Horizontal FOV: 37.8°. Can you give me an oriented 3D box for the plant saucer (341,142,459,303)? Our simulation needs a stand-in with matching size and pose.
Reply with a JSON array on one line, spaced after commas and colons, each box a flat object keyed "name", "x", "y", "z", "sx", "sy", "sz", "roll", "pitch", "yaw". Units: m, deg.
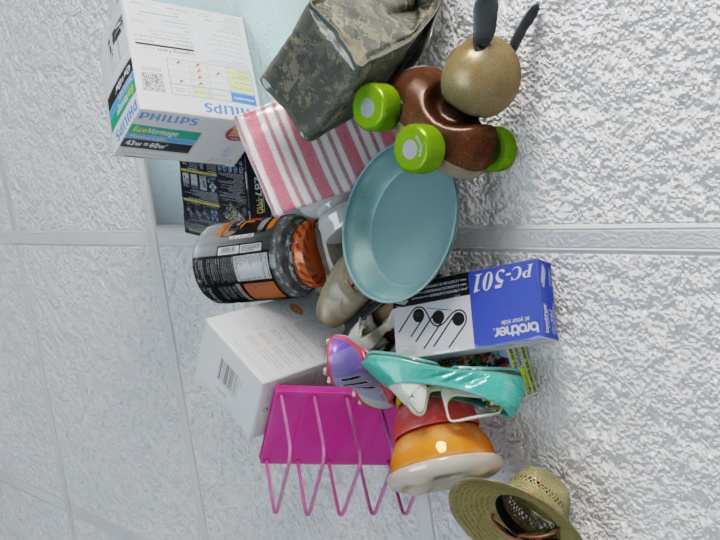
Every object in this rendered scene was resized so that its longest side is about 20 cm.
[{"name": "plant saucer", "x": 0.055, "y": -0.058, "z": 1.283, "sx": 0.199, "sy": 0.036, "sz": 0.202, "roll": -14, "pitch": 71, "yaw": 46}]

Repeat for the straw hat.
[{"name": "straw hat", "x": 0.210, "y": 0.288, "z": 1.272, "sx": 0.200, "sy": 0.085, "sz": 0.202, "roll": 25, "pitch": 144, "yaw": 20}]

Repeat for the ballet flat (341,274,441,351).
[{"name": "ballet flat", "x": 0.030, "y": 0.070, "z": 1.387, "sx": 0.068, "sy": 0.068, "sz": 0.200, "roll": 47, "pitch": 117, "yaw": 3}]

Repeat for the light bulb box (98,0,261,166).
[{"name": "light bulb box", "x": -0.267, "y": -0.274, "z": 1.551, "sx": 0.125, "sy": 0.197, "sz": 0.201, "roll": -44, "pitch": 52, "yaw": 49}]

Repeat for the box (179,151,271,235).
[{"name": "box", "x": -0.221, "y": -0.129, "z": 1.696, "sx": 0.199, "sy": 0.049, "sz": 0.163, "roll": 12, "pitch": 109, "yaw": 47}]

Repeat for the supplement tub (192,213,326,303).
[{"name": "supplement tub", "x": -0.138, "y": -0.017, "z": 1.547, "sx": 0.199, "sy": 0.122, "sz": 0.124, "roll": -5, "pitch": 98, "yaw": 31}]

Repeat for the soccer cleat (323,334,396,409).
[{"name": "soccer cleat", "x": 0.010, "y": 0.130, "z": 1.338, "sx": 0.076, "sy": 0.200, "sz": 0.067, "roll": -2, "pitch": 66, "yaw": 18}]

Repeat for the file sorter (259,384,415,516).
[{"name": "file sorter", "x": -0.023, "y": 0.252, "z": 1.429, "sx": 0.126, "sy": 0.198, "sz": 0.140, "roll": -107, "pitch": 26, "yaw": -51}]

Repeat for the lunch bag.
[{"name": "lunch bag", "x": 0.003, "y": -0.266, "z": 1.264, "sx": 0.118, "sy": 0.200, "sz": 0.164, "roll": 52, "pitch": 143, "yaw": 4}]

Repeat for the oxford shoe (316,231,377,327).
[{"name": "oxford shoe", "x": 0.000, "y": 0.000, "z": 1.388, "sx": 0.070, "sy": 0.075, "sz": 0.200, "roll": 38, "pitch": 109, "yaw": 3}]

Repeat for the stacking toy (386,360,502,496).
[{"name": "stacking toy", "x": 0.090, "y": 0.171, "z": 1.319, "sx": 0.146, "sy": 0.145, "sz": 0.202, "roll": -36, "pitch": 57, "yaw": 50}]

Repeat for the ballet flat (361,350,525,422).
[{"name": "ballet flat", "x": 0.095, "y": 0.142, "z": 1.247, "sx": 0.067, "sy": 0.198, "sz": 0.071, "roll": 80, "pitch": -162, "yaw": -68}]

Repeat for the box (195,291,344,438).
[{"name": "box", "x": -0.112, "y": 0.131, "z": 1.527, "sx": 0.152, "sy": 0.199, "sz": 0.107, "roll": 42, "pitch": 130, "yaw": 35}]

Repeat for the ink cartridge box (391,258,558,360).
[{"name": "ink cartridge box", "x": 0.134, "y": 0.051, "z": 1.257, "sx": 0.199, "sy": 0.044, "sz": 0.095, "roll": -12, "pitch": 74, "yaw": 32}]

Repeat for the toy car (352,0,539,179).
[{"name": "toy car", "x": 0.118, "y": -0.219, "z": 1.175, "sx": 0.158, "sy": 0.164, "sz": 0.201, "roll": 48, "pitch": 125, "yaw": 29}]

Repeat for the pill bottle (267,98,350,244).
[{"name": "pill bottle", "x": -0.050, "y": -0.143, "z": 1.432, "sx": 0.113, "sy": 0.112, "sz": 0.201, "roll": -41, "pitch": 70, "yaw": 49}]

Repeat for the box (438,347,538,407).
[{"name": "box", "x": 0.133, "y": 0.121, "z": 1.356, "sx": 0.199, "sy": 0.035, "sz": 0.111, "roll": -19, "pitch": 87, "yaw": 52}]

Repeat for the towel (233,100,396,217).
[{"name": "towel", "x": -0.049, "y": -0.164, "z": 1.365, "sx": 0.030, "sy": 0.199, "sz": 0.147, "roll": 124, "pitch": 124, "yaw": -74}]

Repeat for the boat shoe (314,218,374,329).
[{"name": "boat shoe", "x": -0.019, "y": 0.015, "z": 1.481, "sx": 0.059, "sy": 0.072, "sz": 0.201, "roll": -30, "pitch": 84, "yaw": 47}]
